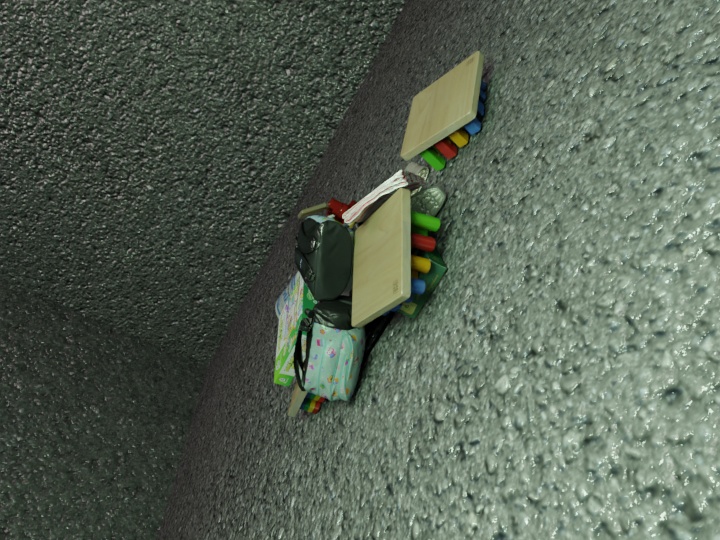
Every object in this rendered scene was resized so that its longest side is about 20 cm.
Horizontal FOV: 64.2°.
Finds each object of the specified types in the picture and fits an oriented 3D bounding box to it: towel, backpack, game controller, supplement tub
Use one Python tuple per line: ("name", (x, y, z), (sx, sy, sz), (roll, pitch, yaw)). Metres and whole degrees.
("towel", (0.100, -0.178, 1.441), (0.202, 0.034, 0.133), (-62, 17, 9))
("backpack", (-0.055, 0.164, 1.166), (0.167, 0.125, 0.204), (-21, -57, -67))
("towel", (0.054, -0.137, 1.131), (0.145, 0.030, 0.200), (-35, -7, 18))
("backpack", (-0.078, -0.041, 1.218), (0.199, 0.152, 0.166), (23, 110, 57))
("game controller", (0.014, 0.133, 1.256), (0.202, 0.042, 0.105), (-60, 31, 18))
("supplement tub", (-0.162, 0.078, 1.713), (0.200, 0.130, 0.133), (-50, 21, 43))

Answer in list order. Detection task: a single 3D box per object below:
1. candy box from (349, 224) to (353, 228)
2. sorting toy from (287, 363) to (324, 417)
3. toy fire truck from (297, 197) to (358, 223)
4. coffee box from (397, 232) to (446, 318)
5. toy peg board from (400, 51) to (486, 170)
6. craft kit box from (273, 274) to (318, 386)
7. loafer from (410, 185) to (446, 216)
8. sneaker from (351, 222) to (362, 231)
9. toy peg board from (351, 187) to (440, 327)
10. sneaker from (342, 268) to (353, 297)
("candy box", (-0.088, -0.081, 1.614), (0.199, 0.027, 0.102), (-32, 9, 27))
("sorting toy", (-0.101, 0.227, 1.359), (0.201, 0.069, 0.201), (116, 169, -55))
("toy fire truck", (-0.094, -0.137, 1.697), (0.176, 0.198, 0.130), (-50, 20, 39))
("coffee box", (0.105, -0.005, 1.144), (0.124, 0.043, 0.201), (-59, 16, 18))
("toy peg board", (0.205, -0.337, 1.267), (0.198, 0.097, 0.202), (-25, 41, 44))
("craft kit box", (-0.151, 0.133, 1.355), (0.202, 0.048, 0.199), (-93, 23, -45))
("loafer", (0.113, -0.124, 1.253), (0.199, 0.070, 0.070), (-35, 9, 40))
("sneaker", (0.001, -0.089, 1.362), (0.199, 0.070, 0.099), (-35, -19, 19))
("toy peg board", (0.069, -0.011, 1.064), (0.200, 0.096, 0.202), (141, 135, -57))
("sneaker", (-0.018, 0.035, 1.274), (0.201, 0.073, 0.080), (-53, 40, 21))
